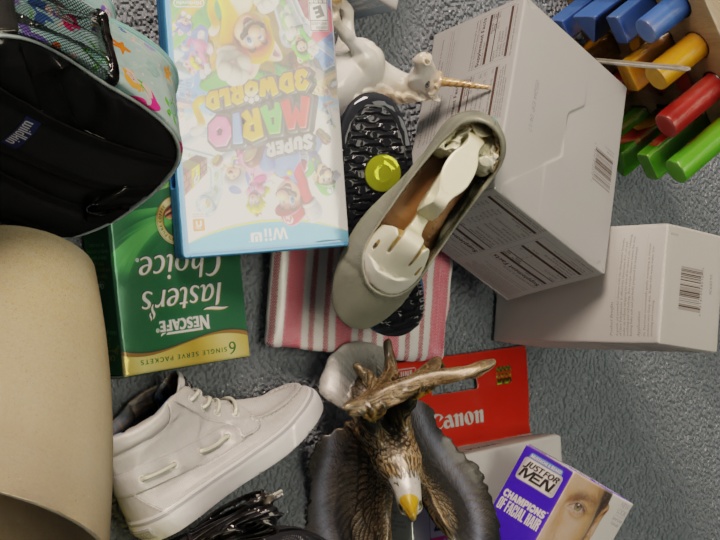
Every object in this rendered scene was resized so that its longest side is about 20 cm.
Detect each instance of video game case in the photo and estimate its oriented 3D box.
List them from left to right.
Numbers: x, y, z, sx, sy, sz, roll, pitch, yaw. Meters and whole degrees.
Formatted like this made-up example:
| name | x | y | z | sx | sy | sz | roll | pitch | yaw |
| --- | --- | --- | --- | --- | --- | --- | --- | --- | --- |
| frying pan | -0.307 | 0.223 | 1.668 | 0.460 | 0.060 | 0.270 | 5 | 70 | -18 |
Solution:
| name | x | y | z | sx | sy | sz | roll | pitch | yaw |
| --- | --- | --- | --- | --- | --- | --- | --- | --- | --- |
| video game case | -0.080 | -0.114 | 1.228 | 0.143 | 0.018 | 0.201 | -5 | 92 | -29 |

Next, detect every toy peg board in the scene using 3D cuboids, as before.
| name | x | y | z | sx | sy | sz | roll | pitch | yaw |
| --- | --- | --- | --- | --- | --- | --- | --- | --- | --- |
| toy peg board | 0.260 | -0.177 | 1.501 | 0.098 | 0.200 | 0.200 | -39 | 114 | -19 |

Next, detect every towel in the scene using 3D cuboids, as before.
| name | x | y | z | sx | sy | sz | roll | pitch | yaw |
| --- | --- | --- | --- | --- | --- | --- | --- | --- | --- |
| towel | 0.000 | 0.000 | 1.370 | 0.199 | 0.030 | 0.147 | 8 | 85 | -39 |

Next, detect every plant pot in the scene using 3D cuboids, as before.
| name | x | y | z | sx | sy | sz | roll | pitch | yaw |
| --- | --- | --- | --- | --- | --- | --- | --- | --- | --- |
| plant pot | -0.241 | 0.078 | 1.070 | 0.187 | 0.187 | 0.201 | 30 | 56 | -37 |

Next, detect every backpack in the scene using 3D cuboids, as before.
| name | x | y | z | sx | sy | sz | roll | pitch | yaw |
| --- | --- | --- | --- | --- | --- | --- | --- | --- | --- |
| backpack | -0.221 | -0.114 | 1.076 | 0.200 | 0.177 | 0.151 | 29 | 40 | -37 |

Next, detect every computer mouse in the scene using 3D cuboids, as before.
| name | x | y | z | sx | sy | sz | roll | pitch | yaw |
| --- | --- | --- | --- | --- | --- | --- | --- | --- | --- |
| computer mouse | -0.073 | 0.222 | 1.249 | 0.200 | 0.138 | 0.053 | 37 | 30 | -47 |

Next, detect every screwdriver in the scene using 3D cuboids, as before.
| name | x | y | z | sx | sy | sz | roll | pitch | yaw |
| --- | --- | --- | --- | --- | --- | --- | --- | --- | --- |
| screwdriver | 0.222 | -0.185 | 1.456 | 0.028 | 0.200 | 0.029 | 32 | 85 | -37 |

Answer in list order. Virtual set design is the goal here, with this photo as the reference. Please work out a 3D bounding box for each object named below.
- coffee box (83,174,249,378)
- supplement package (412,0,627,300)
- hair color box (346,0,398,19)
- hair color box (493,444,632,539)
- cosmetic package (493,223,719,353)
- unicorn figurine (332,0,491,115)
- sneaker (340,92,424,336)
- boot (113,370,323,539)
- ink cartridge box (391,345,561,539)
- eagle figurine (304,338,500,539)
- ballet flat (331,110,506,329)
| name | x | y | z | sx | sy | sz | roll | pitch | yaw |
| --- | --- | --- | --- | --- | --- | --- | --- | --- | --- |
| coffee box | -0.150 | -0.024 | 1.224 | 0.123 | 0.044 | 0.201 | -6 | 92 | -41 |
| supplement package | 0.137 | -0.104 | 1.410 | 0.156 | 0.111 | 0.201 | 35 | 54 | -35 |
| hair color box | -0.049 | -0.291 | 1.311 | 0.200 | 0.060 | 0.099 | 23 | 74 | -39 |
| hair color box | 0.146 | 0.266 | 1.417 | 0.109 | 0.065 | 0.201 | 31 | 86 | -45 |
| cosmetic package | 0.219 | 0.017 | 1.444 | 0.085 | 0.200 | 0.108 | 9 | 84 | -39 |
| unicorn figurine | -0.014 | -0.161 | 1.322 | 0.200 | 0.074 | 0.138 | -34 | 127 | -6 |
| sneaker | 0.010 | -0.046 | 1.319 | 0.066 | 0.078 | 0.201 | -9 | 100 | -8 |
| boot | -0.114 | 0.115 | 1.234 | 0.200 | 0.073 | 0.096 | -36 | 108 | -41 |
| ink cartridge box | 0.101 | 0.163 | 1.441 | 0.199 | 0.043 | 0.175 | -5 | 93 | -41 |
| eagle figurine | 0.031 | 0.168 | 1.310 | 0.151 | 0.151 | 0.201 | -57 | 149 | -47 |
| ballet flat | 0.044 | -0.040 | 1.254 | 0.067 | 0.064 | 0.200 | 35 | 90 | -10 |
